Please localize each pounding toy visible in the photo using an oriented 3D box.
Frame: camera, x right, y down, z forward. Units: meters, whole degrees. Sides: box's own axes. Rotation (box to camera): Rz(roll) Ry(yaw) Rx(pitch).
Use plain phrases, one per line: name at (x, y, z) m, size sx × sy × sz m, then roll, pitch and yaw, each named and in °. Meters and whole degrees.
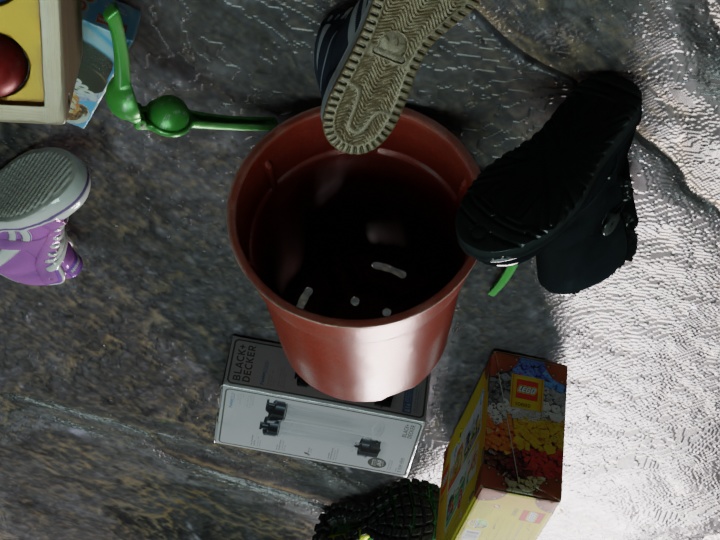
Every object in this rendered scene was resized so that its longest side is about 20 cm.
pounding toy at (-0.300, -0.173, 1.111) m, size 0.199 × 0.142 × 0.184 m, roll 2°, pitch 126°, yaw -3°

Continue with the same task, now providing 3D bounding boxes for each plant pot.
plant pot at (0.000, 0.000, 1.312) m, size 0.200 × 0.201 × 0.195 m, roll 5°, pitch 152°, yaw 5°

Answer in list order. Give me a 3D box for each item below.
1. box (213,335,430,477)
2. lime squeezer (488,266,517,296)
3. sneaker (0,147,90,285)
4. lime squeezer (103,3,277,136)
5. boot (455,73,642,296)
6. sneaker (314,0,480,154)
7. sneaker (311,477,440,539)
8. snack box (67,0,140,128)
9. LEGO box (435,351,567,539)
box at (-0.039, 0.135, 1.593) m, size 0.199 × 0.060 × 0.117 m, roll 10°, pitch 144°, yaw -2°
lime squeezer at (0.116, -0.032, 1.358) m, size 0.070 × 0.038 × 0.200 m, roll -5°, pitch 142°, yaw 18°
sneaker at (-0.269, -0.041, 1.406) m, size 0.114 × 0.073 × 0.200 m, roll 32°, pitch 148°, yaw -33°
lime squeezer at (-0.148, -0.136, 1.234) m, size 0.071 × 0.038 × 0.200 m, roll -47°, pitch 140°, yaw 9°
boot at (0.151, -0.032, 1.233) m, size 0.076 × 0.200 × 0.168 m, roll 27°, pitch 149°, yaw 27°
sneaker at (0.027, -0.188, 1.155) m, size 0.070 × 0.109 × 0.200 m, roll 26°, pitch 110°, yaw -18°
sneaker at (0.043, 0.280, 1.770) m, size 0.085 × 0.078 × 0.200 m, roll 29°, pitch 148°, yaw -35°
snack box at (-0.280, -0.189, 1.229) m, size 0.200 × 0.037 × 0.116 m, roll 22°, pitch 141°, yaw -17°
LEGO box at (0.133, 0.197, 1.565) m, size 0.077 × 0.149 × 0.200 m, roll 12°, pitch 144°, yaw -5°
